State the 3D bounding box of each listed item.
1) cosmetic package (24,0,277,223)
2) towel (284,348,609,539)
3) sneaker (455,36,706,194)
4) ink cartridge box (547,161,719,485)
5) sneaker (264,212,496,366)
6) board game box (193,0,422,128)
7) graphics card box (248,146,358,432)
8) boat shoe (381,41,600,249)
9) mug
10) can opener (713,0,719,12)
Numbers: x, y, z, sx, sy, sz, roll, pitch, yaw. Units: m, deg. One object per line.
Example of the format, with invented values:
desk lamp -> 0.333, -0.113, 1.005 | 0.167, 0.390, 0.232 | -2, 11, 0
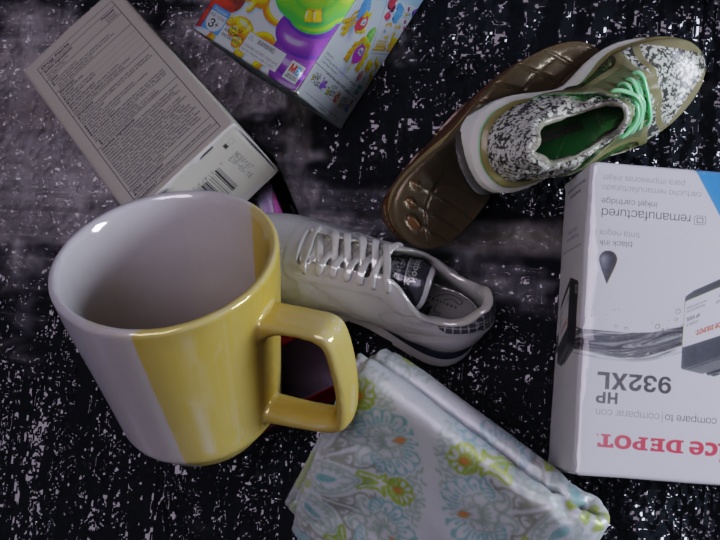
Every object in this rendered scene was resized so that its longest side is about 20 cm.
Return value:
cosmetic package -> -0.163, -0.115, 0.907 | 0.103, 0.073, 0.200 | -41, 54, 2
towel -> 0.048, 0.169, 0.814 | 0.200, 0.048, 0.172 | 35, 125, 17
sneaker -> 0.167, -0.102, 0.802 | 0.200, 0.089, 0.077 | -27, 107, -19
ink cartridge box -> 0.207, 0.039, 0.785 | 0.145, 0.084, 0.201 | 5, 84, -1
sneaker -> 0.000, 0.000, 0.843 | 0.199, 0.081, 0.077 | 19, 70, -2
board game box -> -0.015, -0.227, 0.895 | 0.103, 0.105, 0.200 | 34, 93, 18
graphics card box -> -0.089, 0.020, 0.913 | 0.125, 0.051, 0.201 | -26, 75, 12
boat shoe -> 0.092, -0.096, 0.861 | 0.200, 0.068, 0.072 | -41, 107, -8
mug -> -0.108, 0.059, 0.792 | 0.149, 0.154, 0.187 | -25, 41, -22
can opener -> 0.215, -0.236, 0.846 | 0.200, 0.067, 0.053 | 28, 91, 18
